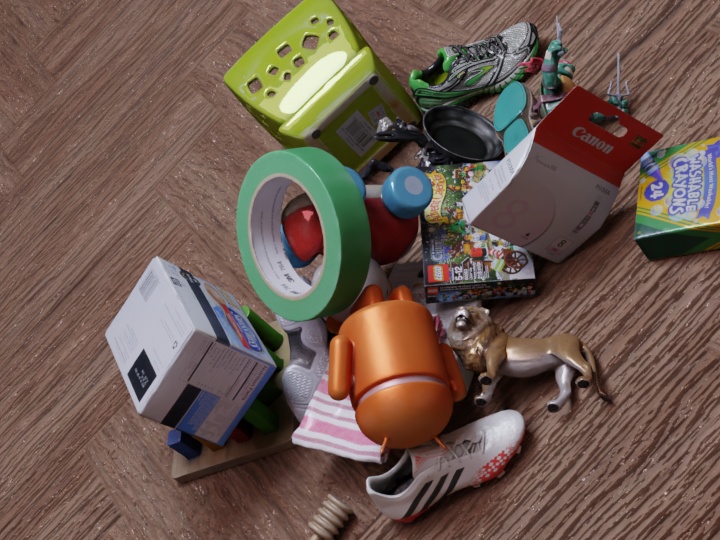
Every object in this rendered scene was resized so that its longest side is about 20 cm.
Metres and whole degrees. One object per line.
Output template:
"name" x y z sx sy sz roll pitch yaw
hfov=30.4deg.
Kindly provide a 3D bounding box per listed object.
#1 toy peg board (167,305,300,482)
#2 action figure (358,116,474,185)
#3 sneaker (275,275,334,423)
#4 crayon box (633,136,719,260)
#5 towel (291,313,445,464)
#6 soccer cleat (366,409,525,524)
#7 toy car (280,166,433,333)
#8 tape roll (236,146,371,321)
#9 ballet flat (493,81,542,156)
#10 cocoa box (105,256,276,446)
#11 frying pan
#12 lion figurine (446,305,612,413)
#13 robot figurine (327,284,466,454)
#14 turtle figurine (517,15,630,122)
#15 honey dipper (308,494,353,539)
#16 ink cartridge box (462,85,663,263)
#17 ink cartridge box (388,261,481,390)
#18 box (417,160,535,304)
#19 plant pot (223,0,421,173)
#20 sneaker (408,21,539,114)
"toy peg board" -0.186 0.153 1.777 0.199 0.098 0.201 -20 48 25
"action figure" 0.060 -0.141 1.804 0.200 0.102 0.119 -29 60 18
"sneaker" -0.058 0.106 1.732 0.075 0.114 0.201 -11 86 12
"crayon box" 0.419 -0.092 1.521 0.199 0.052 0.126 -10 53 32
"towel" 0.007 0.134 1.607 0.146 0.030 0.200 4 58 41
"soccer cleat" 0.097 0.217 1.512 0.200 0.085 0.069 -34 43 13
"toy car" 0.000 0.000 1.629 0.184 0.176 0.201 136 127 -57
"tape roll" -0.069 -0.042 1.548 0.200 0.048 0.201 16 111 47
"ballet flat" 0.215 -0.177 1.727 0.068 0.067 0.200 -38 24 26
"cocoa box" -0.217 0.101 1.673 0.134 0.131 0.200 -55 34 11
"frying pan" 0.112 -0.165 1.734 0.115 0.031 0.190 39 44 20
"lion figurine" 0.195 0.099 1.535 0.199 0.073 0.123 8 41 10
"robot figurine" 0.038 0.115 1.500 0.116 0.144 0.201 -25 58 19
"turtle figurine" 0.270 -0.213 1.676 0.101 0.149 0.201 -32 49 45
"honey dipper" -0.078 0.360 1.581 0.038 0.038 0.200 27 81 46
"ink cartridge box" 0.241 -0.105 1.551 0.200 0.162 0.057 -42 44 32
"ink cartridge box" 0.084 0.072 1.674 0.160 0.050 0.200 -6 43 35
"box" 0.144 -0.052 1.674 0.136 0.038 0.201 -4 51 3
"plant pot" -0.042 -0.243 1.901 0.199 0.200 0.182 -43 50 3
"sneaker" 0.159 -0.285 1.849 0.200 0.085 0.078 -31 44 14
